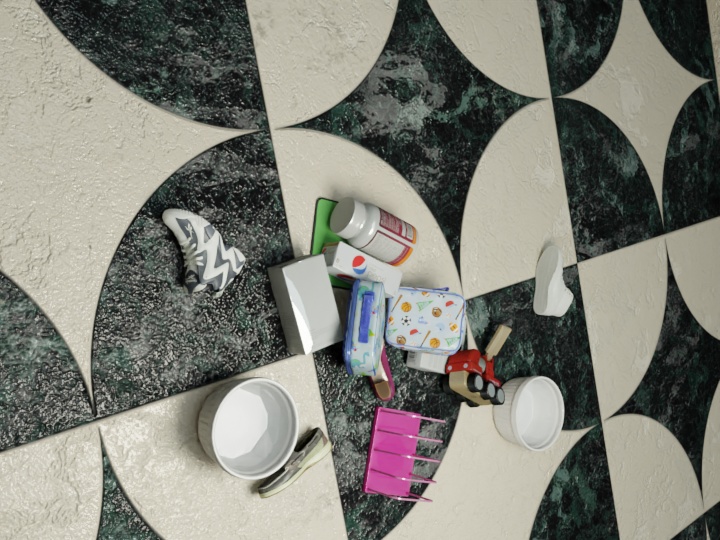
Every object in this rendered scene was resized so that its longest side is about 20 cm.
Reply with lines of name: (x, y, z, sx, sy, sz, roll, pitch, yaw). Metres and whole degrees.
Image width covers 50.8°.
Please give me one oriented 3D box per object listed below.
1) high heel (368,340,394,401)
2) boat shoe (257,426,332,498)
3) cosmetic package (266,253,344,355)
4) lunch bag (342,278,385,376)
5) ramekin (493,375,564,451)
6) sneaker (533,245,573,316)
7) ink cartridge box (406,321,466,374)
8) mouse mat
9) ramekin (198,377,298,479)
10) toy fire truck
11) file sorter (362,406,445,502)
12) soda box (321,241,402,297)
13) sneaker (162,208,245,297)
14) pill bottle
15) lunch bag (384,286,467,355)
high heel: (0.034, 0.214, 1.814, 0.067, 0.096, 0.202, -11, 80, 2)
boat shoe: (-0.150, 0.414, 1.644, 0.200, 0.072, 0.066, -32, 97, -34)
cosmetic package: (-0.120, 0.073, 1.667, 0.112, 0.081, 0.202, -17, 97, -33)
lunch bag: (0.010, 0.127, 1.702, 0.082, 0.161, 0.202, 6, 71, 4)
ramekin: (0.453, 0.387, 2.074, 0.199, 0.105, 0.202, 2, 86, -37)
sneaker: (0.568, 0.034, 2.201, 0.115, 0.073, 0.202, 11, 91, -38)
ink cartridge box: (0.197, 0.180, 1.939, 0.200, 0.057, 0.164, 25, 72, -55)
mouse mat: (-0.047, -0.059, 1.775, 0.160, 0.008, 0.202, 12, 80, -36)
ramekin: (-0.235, 0.316, 1.548, 0.199, 0.105, 0.202, 1, 88, -37)
toy fire truck: (0.313, 0.236, 1.965, 0.176, 0.128, 0.202, 33, 54, -43)
file sorter: (0.110, 0.439, 1.799, 0.138, 0.125, 0.202, 17, 78, -35)
soda box: (0.000, 0.000, 1.762, 0.199, 0.068, 0.064, 26, 72, -34)
sneaker: (-0.332, -0.022, 1.512, 0.199, 0.079, 0.130, 46, 54, -37)
pill bottle: (0.033, -0.091, 1.766, 0.199, 0.109, 0.111, 25, 73, -34)
lunch bag: (0.159, 0.117, 1.822, 0.198, 0.076, 0.162, 7, 78, 5)
